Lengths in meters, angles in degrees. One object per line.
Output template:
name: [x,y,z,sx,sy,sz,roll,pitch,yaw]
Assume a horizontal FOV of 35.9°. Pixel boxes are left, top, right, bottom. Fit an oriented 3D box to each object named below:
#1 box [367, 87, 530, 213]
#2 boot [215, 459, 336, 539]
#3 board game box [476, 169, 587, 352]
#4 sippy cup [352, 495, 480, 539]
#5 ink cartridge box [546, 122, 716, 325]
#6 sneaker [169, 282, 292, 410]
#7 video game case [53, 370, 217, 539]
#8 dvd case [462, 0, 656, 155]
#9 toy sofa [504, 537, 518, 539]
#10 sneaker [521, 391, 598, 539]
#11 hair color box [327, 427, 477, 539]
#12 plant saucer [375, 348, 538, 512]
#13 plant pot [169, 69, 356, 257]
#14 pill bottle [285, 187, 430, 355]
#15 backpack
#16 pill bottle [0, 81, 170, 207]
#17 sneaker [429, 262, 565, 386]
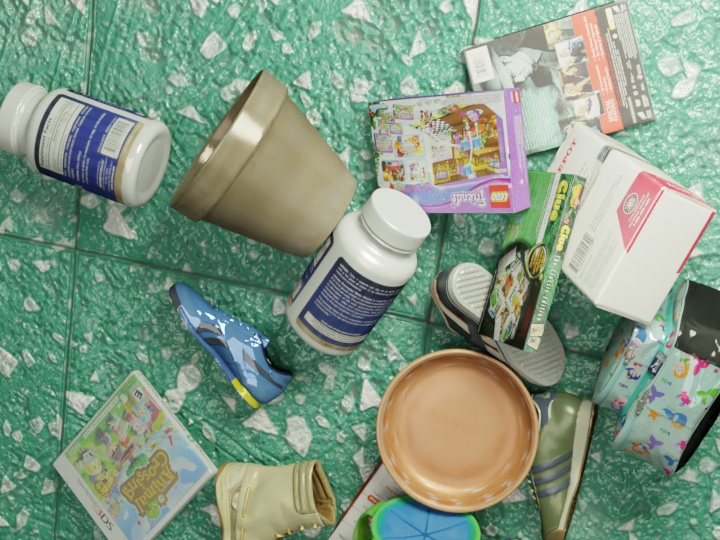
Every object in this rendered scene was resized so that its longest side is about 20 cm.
box: [0.102,-0.138,1.307,0.199,0.039,0.138,3,105,41]
boot: [-0.106,0.352,1.492,0.154,0.073,0.202,-7,94,19]
board game box: [0.193,-0.014,1.263,0.023,0.105,0.202,16,91,-24]
sippy cup: [0.074,0.368,1.365,0.138,0.178,0.132,-3,117,-16]
ink cartridge box: [0.279,-0.057,1.239,0.084,0.200,0.146,18,110,-26]
sneaker: [-0.168,0.084,1.457,0.078,0.066,0.201,-39,92,7]
video game case: [-0.314,0.271,1.530,0.200,0.022,0.182,-47,75,18]
dvd case: [0.233,-0.220,1.309,0.198,0.022,0.147,-15,98,15]
toy sofa: [0.181,0.455,1.451,0.082,0.097,0.202,-15,100,41]
sneaker: [0.235,0.243,1.394,0.089,0.067,0.202,15,105,18]
hair color box: [0.057,0.300,1.447,0.110,0.064,0.201,35,106,3]
plant saucer: [0.119,0.194,1.366,0.198,0.037,0.202,1,95,8]
plant pot: [-0.106,-0.111,1.344,0.173,0.200,0.200,35,109,-15]
pill bottle: [0.000,0.000,1.345,0.111,0.111,0.200,38,123,3]
backpack: [0.351,0.125,1.278,0.149,0.178,0.202,19,116,12]
pill bottle: [-0.352,-0.165,1.414,0.198,0.116,0.117,21,106,9]
sneaker: [0.167,0.064,1.365,0.200,0.079,0.079,45,68,-17]
